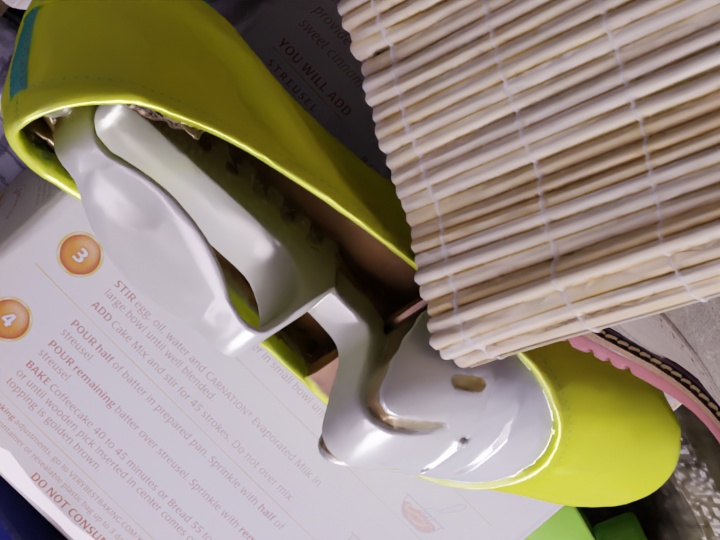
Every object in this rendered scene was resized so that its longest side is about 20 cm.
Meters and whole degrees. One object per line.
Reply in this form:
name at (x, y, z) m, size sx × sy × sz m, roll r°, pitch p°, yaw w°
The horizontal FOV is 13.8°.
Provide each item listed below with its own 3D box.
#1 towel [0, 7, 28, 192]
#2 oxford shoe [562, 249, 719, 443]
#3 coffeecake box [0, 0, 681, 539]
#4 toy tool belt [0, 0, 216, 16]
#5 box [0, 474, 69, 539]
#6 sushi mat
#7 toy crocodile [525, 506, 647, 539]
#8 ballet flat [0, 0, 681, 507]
towel at (-0.105, -0.023, 0.919) m, size 0.166 × 0.086 × 0.200 m, roll 39°, pitch 144°, yaw -4°
oxford shoe at (0.080, -0.011, 0.658) m, size 0.200 × 0.070 × 0.075 m, roll 44°, pitch 154°, yaw 32°
coffeecake box at (0.000, 0.000, 0.786) m, size 0.200 × 0.073 × 0.154 m, roll -41°, pitch 105°, yaw 11°
toy tool belt at (-0.059, -0.130, 0.752) m, size 0.125 × 0.123 × 0.200 m, roll 44°, pitch 150°, yaw -7°
box at (-0.159, 0.059, 0.838) m, size 0.121 × 0.032 × 0.200 m, roll -50°, pitch 59°, yaw 20°
sushi mat at (0.056, -0.039, 0.606) m, size 0.200 × 0.012 × 0.096 m, roll -21°, pitch 85°, yaw 60°
toy crocodile at (0.048, 0.070, 0.931) m, size 0.067 × 0.062 × 0.200 m, roll -23°, pitch 125°, yaw 1°
ballet flat at (-0.007, 0.008, 0.711) m, size 0.200 × 0.067 × 0.067 m, roll 41°, pitch 127°, yaw -14°
